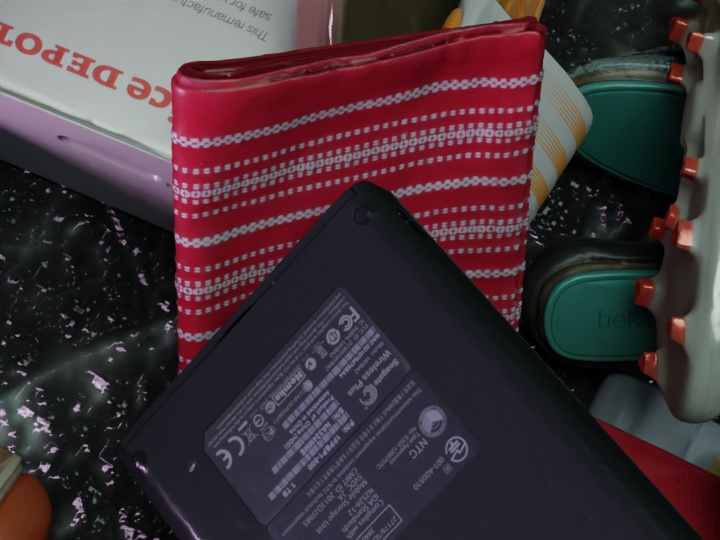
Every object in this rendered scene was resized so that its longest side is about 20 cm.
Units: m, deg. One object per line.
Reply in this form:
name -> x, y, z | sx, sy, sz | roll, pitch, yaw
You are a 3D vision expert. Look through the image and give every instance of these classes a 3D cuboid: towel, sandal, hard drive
towel -> 0.000, 0.000, 0.718 | 0.143, 0.201, 0.023 | -10, 37, -16
sandal -> 0.068, -0.083, 0.769 | 0.059, 0.079, 0.208 | 13, 76, 23
hard drive -> 0.019, 0.087, 0.647 | 0.140, 0.033, 0.200 | -47, 64, 11

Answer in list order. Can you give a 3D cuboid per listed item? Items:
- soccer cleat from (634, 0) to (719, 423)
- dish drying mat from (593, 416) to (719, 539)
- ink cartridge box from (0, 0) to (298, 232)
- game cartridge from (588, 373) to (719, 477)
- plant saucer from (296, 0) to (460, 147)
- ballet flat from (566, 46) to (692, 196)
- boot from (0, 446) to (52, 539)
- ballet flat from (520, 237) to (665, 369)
soccer cleat -> 0.157, -0.032, 0.746 | 0.077, 0.069, 0.202 | 13, 64, -4
dish drying mat -> 0.128, 0.117, 0.753 | 0.199, 0.018, 0.077 | 26, 71, -4
ink cartridge box -> -0.068, -0.125, 0.788 | 0.145, 0.084, 0.201 | 22, 70, 0
game cartridge -> 0.161, 0.147, 0.778 | 0.199, 0.042, 0.134 | 30, 64, -2
plant saucer -> 0.025, -0.117, 0.763 | 0.029, 0.200, 0.201 | 13, 67, 24
ballet flat -> 0.177, -0.064, 0.842 | 0.198, 0.074, 0.075 | 16, 69, -9
boot -> -0.134, 0.170, 0.691 | 0.106, 0.075, 0.202 | 18, 78, -9
ballet flat -> 0.164, 0.013, 0.802 | 0.198, 0.068, 0.069 | 9, 107, -6
